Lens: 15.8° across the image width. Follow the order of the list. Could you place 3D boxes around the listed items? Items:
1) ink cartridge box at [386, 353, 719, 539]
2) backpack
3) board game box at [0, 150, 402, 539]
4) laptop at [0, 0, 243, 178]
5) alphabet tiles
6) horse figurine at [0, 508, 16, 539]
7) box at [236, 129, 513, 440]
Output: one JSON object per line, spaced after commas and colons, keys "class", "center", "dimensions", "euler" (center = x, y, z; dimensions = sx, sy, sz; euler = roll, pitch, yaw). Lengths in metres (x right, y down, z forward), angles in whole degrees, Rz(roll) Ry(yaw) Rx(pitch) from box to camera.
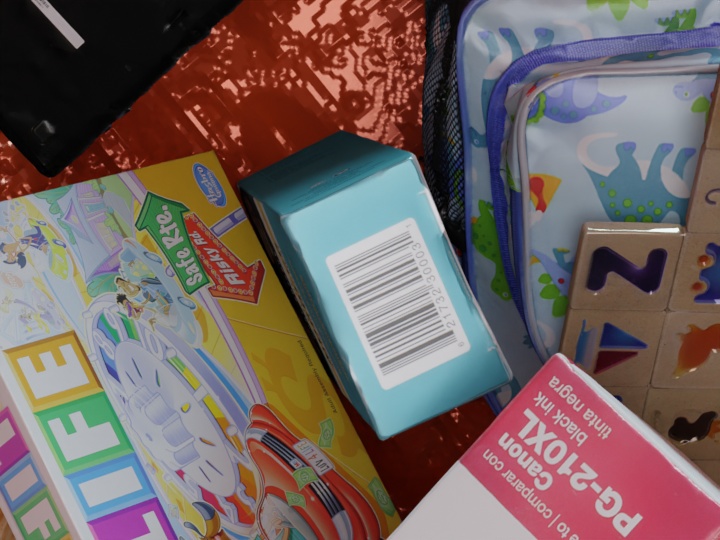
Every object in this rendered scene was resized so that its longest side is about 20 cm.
{"class": "ink cartridge box", "center": [0.043, 0.141, 0.824], "dimensions": [0.200, 0.145, 0.084], "euler": [-48, 62, 3]}
{"class": "backpack", "center": [0.113, -0.025, 0.932], "dimensions": [0.182, 0.147, 0.200], "euler": [-5, 122, -3]}
{"class": "board game box", "center": [-0.063, 0.063, 0.894], "dimensions": [0.134, 0.034, 0.200], "euler": [-18, 76, -45]}
{"class": "laptop", "center": [-0.092, -0.170, 0.925], "dimensions": [0.177, 0.103, 0.200], "euler": [47, 116, -6]}
{"class": "alphabet tiles", "center": [0.150, 0.013, 0.867], "dimensions": [0.167, 0.008, 0.200], "euler": [1, 128, -8]}
{"class": "horse figurine", "center": [-0.101, 0.090, 0.941], "dimensions": [0.200, 0.050, 0.133], "euler": [-16, 136, -28]}
{"class": "box", "center": [0.000, 0.000, 0.915], "dimensions": [0.049, 0.200, 0.082], "euler": [-25, 97, -4]}
